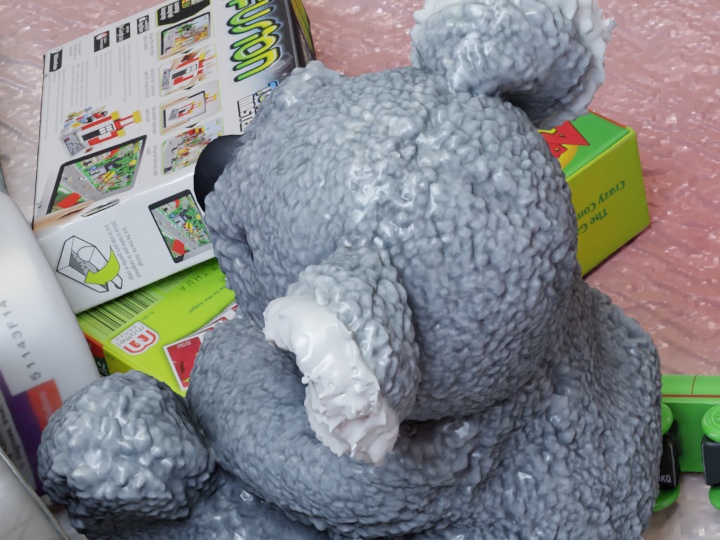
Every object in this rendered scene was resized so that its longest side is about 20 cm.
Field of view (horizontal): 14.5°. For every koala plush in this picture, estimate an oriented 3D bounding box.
[{"bbox_3d":[0.014,0.007,0.839,0.183,0.200,0.178,27,63,10],"label":"koala plush"}]

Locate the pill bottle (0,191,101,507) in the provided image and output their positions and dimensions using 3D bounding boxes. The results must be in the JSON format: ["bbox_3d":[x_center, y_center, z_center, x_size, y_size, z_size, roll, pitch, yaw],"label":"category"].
[{"bbox_3d":[-0.193,0.059,0.976,0.199,0.112,0.111,-24,40,-13],"label":"pill bottle"}]

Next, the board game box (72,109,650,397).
[{"bbox_3d":[0.000,0.000,1.041,0.200,0.048,0.101,-36,44,-25],"label":"board game box"}]

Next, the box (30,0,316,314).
[{"bbox_3d":[-0.069,-0.057,1.089,0.110,0.035,0.200,-22,24,5],"label":"box"}]

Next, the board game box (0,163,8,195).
[{"bbox_3d":[-0.256,-0.062,1.182,0.199,0.064,0.148,-16,40,-4],"label":"board game box"}]

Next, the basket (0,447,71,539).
[{"bbox_3d":[-0.158,0.137,0.758,0.200,0.181,0.136,-37,34,-12],"label":"basket"}]

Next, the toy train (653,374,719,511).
[{"bbox_3d":[0.147,0.054,0.942,0.199,0.042,0.056,1,31,18],"label":"toy train"}]

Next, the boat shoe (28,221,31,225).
[{"bbox_3d":[-0.212,0.016,1.060,0.199,0.062,0.072,-6,-6,-26],"label":"boat shoe"}]
